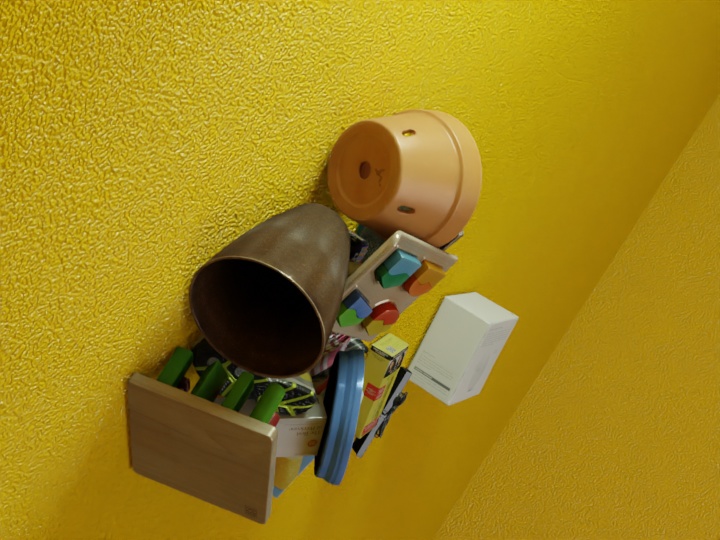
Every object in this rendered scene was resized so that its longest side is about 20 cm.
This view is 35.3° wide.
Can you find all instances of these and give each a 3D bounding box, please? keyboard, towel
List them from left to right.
[{"bbox_3d":[-0.094,0.155,1.708,0.200,0.030,0.146,-30,169,-21],"label":"towel"},{"bbox_3d":[0.047,0.287,2.273,0.200,0.021,0.127,-60,-169,0],"label":"keyboard"}]

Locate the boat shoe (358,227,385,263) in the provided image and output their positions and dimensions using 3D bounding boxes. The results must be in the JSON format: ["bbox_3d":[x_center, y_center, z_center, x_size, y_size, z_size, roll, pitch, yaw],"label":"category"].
[{"bbox_3d":[0.000,0.000,1.765,0.200,0.074,0.062,-59,172,24],"label":"boat shoe"}]

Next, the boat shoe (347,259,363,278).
[{"bbox_3d":[0.001,0.030,1.677,0.071,0.064,0.200,-55,160,-14],"label":"boat shoe"}]

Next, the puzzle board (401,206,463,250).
[{"bbox_3d":[0.097,-0.094,1.690,0.017,0.151,0.200,-6,166,-19],"label":"puzzle board"}]

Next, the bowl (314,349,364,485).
[{"bbox_3d":[-0.033,0.213,1.666,0.201,0.039,0.201,-169,-90,-85],"label":"bowl"}]

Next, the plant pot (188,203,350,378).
[{"bbox_3d":[-0.093,0.004,1.464,0.200,0.186,0.187,-57,165,-48],"label":"plant pot"}]

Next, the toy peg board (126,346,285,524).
[{"bbox_3d":[-0.190,0.207,1.480,0.200,0.199,0.098,98,16,-46],"label":"toy peg board"}]

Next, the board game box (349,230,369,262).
[{"bbox_3d":[-0.081,0.036,1.669,0.201,0.057,0.165,-64,161,14],"label":"board game box"}]

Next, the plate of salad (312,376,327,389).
[{"bbox_3d":[-0.128,0.225,1.730,0.200,0.048,0.200,-32,172,-5],"label":"plate of salad"}]

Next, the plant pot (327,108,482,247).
[{"bbox_3d":[0.048,-0.133,1.572,0.140,0.200,0.201,5,116,-48],"label":"plant pot"}]

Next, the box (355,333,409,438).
[{"bbox_3d":[0.026,0.222,2.173,0.075,0.050,0.201,-27,143,-57],"label":"box"}]

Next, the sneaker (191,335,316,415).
[{"bbox_3d":[-0.151,0.135,1.558,0.200,0.077,0.075,31,119,-34],"label":"sneaker"}]

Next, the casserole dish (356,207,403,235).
[{"bbox_3d":[0.034,-0.048,1.840,0.121,0.039,0.200,-37,151,-44],"label":"casserole dish"}]

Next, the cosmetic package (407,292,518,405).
[{"bbox_3d":[0.218,0.162,2.426,0.200,0.123,0.199,-62,159,13],"label":"cosmetic package"}]

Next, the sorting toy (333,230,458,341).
[{"bbox_3d":[0.036,0.031,1.581,0.185,0.037,0.200,-44,154,16],"label":"sorting toy"}]

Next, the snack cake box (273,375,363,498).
[{"bbox_3d":[-0.087,0.263,1.841,0.200,0.067,0.115,-48,-179,11],"label":"snack cake box"}]

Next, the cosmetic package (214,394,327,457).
[{"bbox_3d":[-0.153,0.225,1.607,0.199,0.051,0.083,0,131,-19],"label":"cosmetic package"}]

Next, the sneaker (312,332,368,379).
[{"bbox_3d":[-0.052,0.195,1.912,0.200,0.083,0.071,-62,163,10],"label":"sneaker"}]
